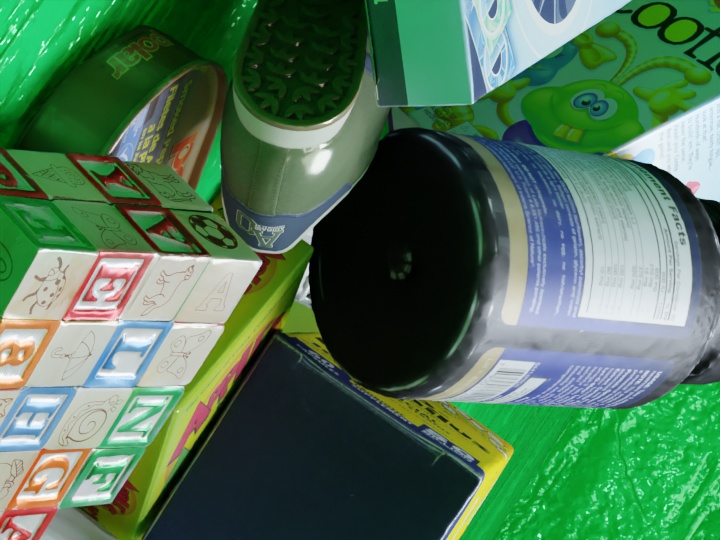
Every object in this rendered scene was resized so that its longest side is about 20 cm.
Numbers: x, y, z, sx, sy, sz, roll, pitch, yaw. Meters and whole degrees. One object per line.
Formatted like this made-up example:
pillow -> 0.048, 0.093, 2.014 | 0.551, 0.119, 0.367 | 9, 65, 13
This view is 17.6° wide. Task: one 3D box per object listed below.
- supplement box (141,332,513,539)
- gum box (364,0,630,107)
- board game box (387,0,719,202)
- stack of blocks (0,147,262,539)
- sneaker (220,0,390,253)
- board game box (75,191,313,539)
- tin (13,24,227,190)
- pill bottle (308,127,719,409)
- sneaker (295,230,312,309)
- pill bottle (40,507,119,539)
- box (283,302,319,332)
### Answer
supplement box -> -0.008, 0.101, 1.058 | 0.110, 0.109, 0.200 | -57, 173, 3
gum box -> 0.054, -0.171, 0.927 | 0.200, 0.044, 0.171 | -35, 121, -59
board game box -> 0.125, -0.065, 1.150 | 0.199, 0.103, 0.105 | -27, 139, -19
stack of blocks -> -0.135, 0.056, 0.824 | 0.115, 0.059, 0.200 | 3, 125, -54
sneaker -> -0.015, -0.087, 0.947 | 0.201, 0.067, 0.090 | -67, 173, -48
board game box -> -0.086, 0.063, 1.005 | 0.102, 0.048, 0.200 | -50, 170, -34
tin -> -0.110, -0.008, 0.915 | 0.112, 0.042, 0.201 | -37, 157, -49
pill bottle -> 0.085, 0.003, 1.008 | 0.199, 0.112, 0.112 | 6, 122, -42
sneaker -> 0.000, 0.000, 1.181 | 0.076, 0.115, 0.200 | -57, 168, 5
pill bottle -> -0.180, 0.179, 0.938 | 0.200, 0.112, 0.112 | -56, 168, 1
box -> -0.046, 0.080, 1.266 | 0.200, 0.050, 0.076 | -59, 169, -55
